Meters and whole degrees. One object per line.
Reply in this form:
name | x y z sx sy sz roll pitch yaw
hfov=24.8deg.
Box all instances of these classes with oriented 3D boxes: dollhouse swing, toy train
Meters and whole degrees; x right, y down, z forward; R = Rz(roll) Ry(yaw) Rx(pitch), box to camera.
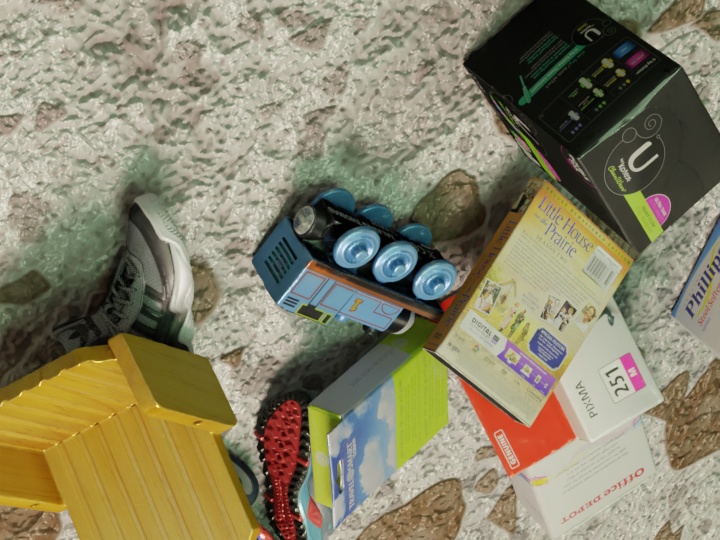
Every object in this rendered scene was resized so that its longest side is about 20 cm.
dollhouse swing | -0.214 0.184 1.394 0.200 0.176 0.182 -26 157 21
toy train | 0.000 0.000 1.525 0.200 0.087 0.114 22 116 -42

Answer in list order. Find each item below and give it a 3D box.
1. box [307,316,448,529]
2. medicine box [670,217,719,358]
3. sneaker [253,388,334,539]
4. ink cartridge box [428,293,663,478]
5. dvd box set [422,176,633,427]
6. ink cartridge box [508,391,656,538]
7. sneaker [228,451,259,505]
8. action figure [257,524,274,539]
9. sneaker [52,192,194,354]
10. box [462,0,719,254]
box | 0.014 0.146 1.592 0.200 0.048 0.122 -38 136 -42
medicine box | 0.475 0.007 1.804 0.200 0.103 0.183 7 116 -36
sneaker | -0.048 0.187 1.638 0.095 0.079 0.200 -30 138 -34
ink cartridge box | 0.186 0.085 1.650 0.173 0.044 0.200 -29 95 -13
dvd box set | 0.165 0.031 1.586 0.146 0.029 0.200 38 80 -31
ink cartridge box | 0.226 0.174 1.773 0.145 0.088 0.200 -31 129 -9
sneaker | -0.163 0.202 1.556 0.200 0.082 0.070 30 101 -41
action figure | -0.108 0.282 1.601 0.065 0.052 0.200 -27 144 4
sneaker | -0.207 0.032 1.418 0.114 0.075 0.200 -18 130 -24
box | 0.215 -0.141 1.478 0.124 0.200 0.149 -42 133 0
